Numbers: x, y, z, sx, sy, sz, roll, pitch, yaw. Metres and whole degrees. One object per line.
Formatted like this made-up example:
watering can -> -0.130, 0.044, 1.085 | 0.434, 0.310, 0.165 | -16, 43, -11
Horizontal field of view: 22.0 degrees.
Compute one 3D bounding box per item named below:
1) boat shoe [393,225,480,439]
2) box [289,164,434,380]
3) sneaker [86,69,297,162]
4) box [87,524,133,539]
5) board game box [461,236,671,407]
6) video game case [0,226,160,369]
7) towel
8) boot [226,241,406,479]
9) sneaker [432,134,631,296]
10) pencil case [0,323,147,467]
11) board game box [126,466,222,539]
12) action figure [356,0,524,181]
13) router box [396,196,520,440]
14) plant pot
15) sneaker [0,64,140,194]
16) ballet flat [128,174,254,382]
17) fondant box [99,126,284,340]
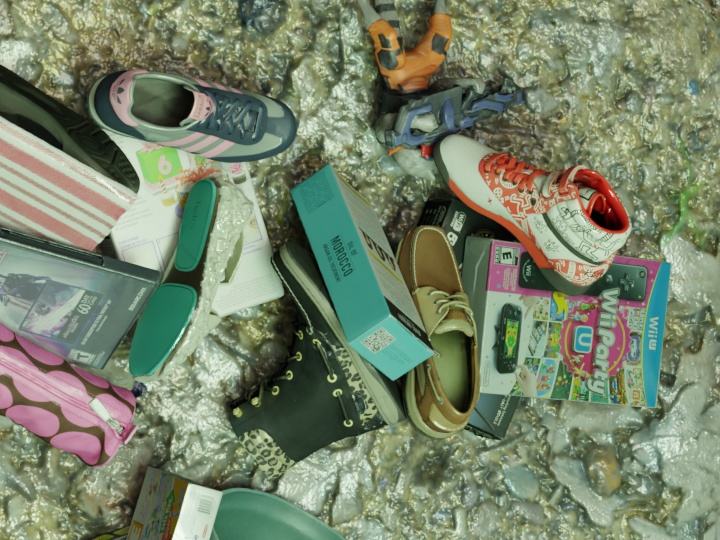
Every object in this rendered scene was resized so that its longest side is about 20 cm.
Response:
boat shoe -> 0.079, 0.054, 1.725 | 0.075, 0.074, 0.201 | 1, 73, -27
box -> 0.000, 0.000, 1.709 | 0.049, 0.200, 0.082 | -34, 138, 14
sneaker -> -0.139, -0.137, 1.654 | 0.199, 0.082, 0.070 | 5, 87, -26
box -> -0.277, 0.315, 1.695 | 0.199, 0.035, 0.110 | -18, 97, -20
board game box -> 0.195, 0.051, 1.797 | 0.199, 0.064, 0.148 | 6, 89, -24
video game case -> -0.296, 0.020, 1.635 | 0.199, 0.143, 0.019 | 16, 48, -22
towel -> -0.299, -0.050, 1.606 | 0.146, 0.200, 0.030 | 30, 44, -20
boot -> -0.067, 0.089, 1.721 | 0.153, 0.074, 0.204 | -29, 109, 11
sneaker -> 0.163, -0.078, 1.716 | 0.201, 0.108, 0.067 | 46, 49, 10
pencil case -> -0.293, 0.100, 1.639 | 0.200, 0.094, 0.091 | 29, 88, -27
board game box -> -0.184, 0.281, 1.640 | 0.034, 0.134, 0.201 | 18, 83, -21
action figure -> 0.066, -0.185, 1.809 | 0.200, 0.104, 0.194 | -11, 104, -46
router box -> 0.104, 0.048, 1.826 | 0.150, 0.062, 0.201 | 25, 82, -22
plant pot -> -0.087, 0.317, 1.702 | 0.200, 0.200, 0.134 | 28, 107, -20
sneaker -> -0.291, -0.093, 1.634 | 0.199, 0.076, 0.114 | 32, 108, 7
ballet flat -> -0.143, 0.014, 1.667 | 0.072, 0.072, 0.201 | 23, 83, -21
fondant box -> -0.170, -0.049, 1.718 | 0.144, 0.058, 0.201 | -19, 99, -20
